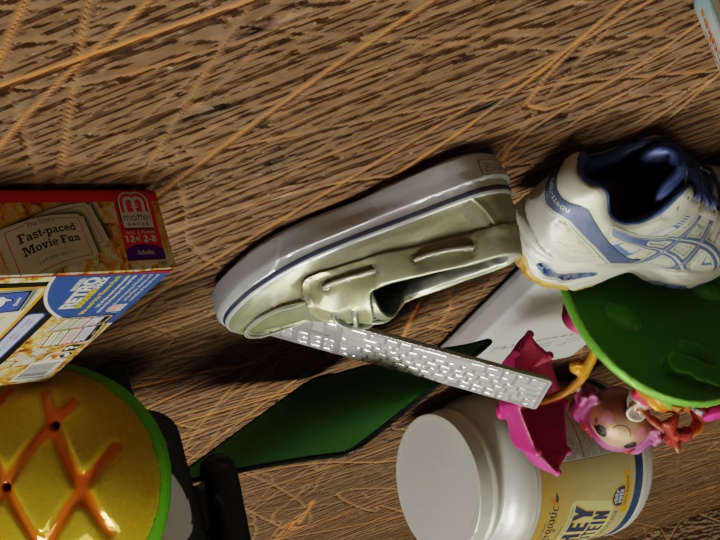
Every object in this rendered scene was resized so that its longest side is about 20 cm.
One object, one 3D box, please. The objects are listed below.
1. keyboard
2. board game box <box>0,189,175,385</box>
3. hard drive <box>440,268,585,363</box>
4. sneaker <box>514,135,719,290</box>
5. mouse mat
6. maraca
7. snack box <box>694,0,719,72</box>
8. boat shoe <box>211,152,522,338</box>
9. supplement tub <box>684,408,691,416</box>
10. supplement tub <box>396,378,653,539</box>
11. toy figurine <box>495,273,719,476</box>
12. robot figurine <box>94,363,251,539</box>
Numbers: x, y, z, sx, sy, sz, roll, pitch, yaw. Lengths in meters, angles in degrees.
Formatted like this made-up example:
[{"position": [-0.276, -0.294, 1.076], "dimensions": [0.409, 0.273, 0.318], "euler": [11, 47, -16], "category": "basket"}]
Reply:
[{"position": [0.019, 0.050, 0.998], "dimensions": [0.197, 0.011, 0.056], "euler": [15, 163, 1], "category": "keyboard"}, {"position": [-0.212, 0.015, 0.776], "dimensions": [0.198, 0.047, 0.151], "euler": [-3, 157, -40], "category": "board game box"}, {"position": [0.145, 0.026, 1.180], "dimensions": [0.130, 0.027, 0.200], "euler": [-9, 160, -24], "category": "hard drive"}, {"position": [0.182, -0.038, 0.956], "dimensions": [0.198, 0.076, 0.088], "euler": [-11, 153, -35], "category": "sneaker"}, {"position": [-0.020, 0.096, 1.090], "dimensions": [0.199, 0.008, 0.160], "euler": [-18, -168, 47], "category": "mouse mat"}, {"position": [-0.202, 0.120, 0.909], "dimensions": [0.197, 0.139, 0.107], "euler": [2, 171, 9], "category": "maraca"}, {"position": [0.270, -0.112, 0.753], "dimensions": [0.198, 0.118, 0.037], "euler": [-18, 162, 2], "category": "snack box"}, {"position": [0.000, 0.000, 0.907], "dimensions": [0.199, 0.063, 0.072], "euler": [-27, 160, 27], "category": "boat shoe"}, {"position": [0.326, 0.033, 1.217], "dimensions": [0.199, 0.124, 0.122], "euler": [-29, 159, 32], "category": "supplement tub"}, {"position": [0.144, 0.176, 1.422], "dimensions": [0.198, 0.146, 0.144], "euler": [-5, 158, -34], "category": "supplement tub"}, {"position": [0.175, 0.070, 1.058], "dimensions": [0.198, 0.151, 0.184], "euler": [24, 142, -11], "category": "toy figurine"}, {"position": [-0.159, 0.164, 1.009], "dimensions": [0.149, 0.202, 0.125], "euler": [-23, 161, 17], "category": "robot figurine"}]
